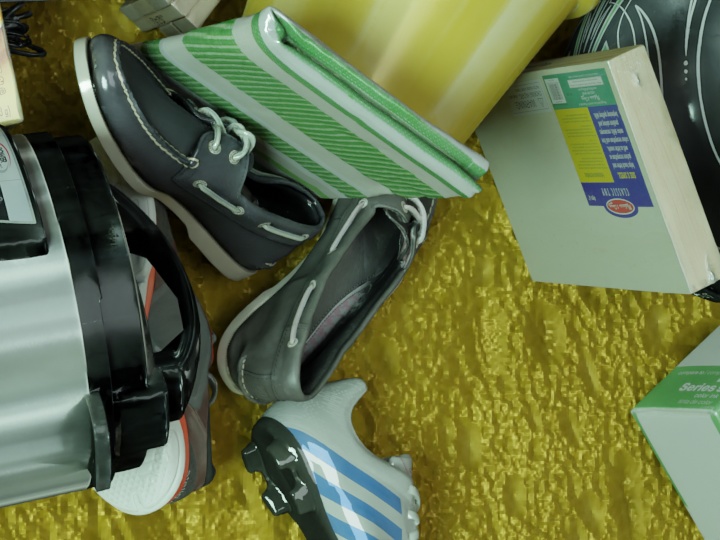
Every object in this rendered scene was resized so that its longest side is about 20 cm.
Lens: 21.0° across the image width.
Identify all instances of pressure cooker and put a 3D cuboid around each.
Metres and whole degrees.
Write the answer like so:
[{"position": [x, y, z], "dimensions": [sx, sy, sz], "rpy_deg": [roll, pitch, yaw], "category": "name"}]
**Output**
[{"position": [-0.177, 0.024, 0.912], "dimensions": [0.199, 0.179, 0.177], "rpy_deg": [-10, 85, -17], "category": "pressure cooker"}]

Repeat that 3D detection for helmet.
[{"position": [0.210, -0.102, 1.161], "dimensions": [0.200, 0.200, 0.191], "rpy_deg": [-47, 108, -24], "category": "helmet"}]

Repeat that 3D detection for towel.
[{"position": [-0.039, -0.081, 0.999], "dimensions": [0.152, 0.200, 0.023], "rpy_deg": [33, 76, -26], "category": "towel"}]

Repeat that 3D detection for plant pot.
[{"position": [0.026, -0.161, 1.054], "dimensions": [0.200, 0.201, 0.189], "rpy_deg": [33, 81, -25], "category": "plant pot"}]

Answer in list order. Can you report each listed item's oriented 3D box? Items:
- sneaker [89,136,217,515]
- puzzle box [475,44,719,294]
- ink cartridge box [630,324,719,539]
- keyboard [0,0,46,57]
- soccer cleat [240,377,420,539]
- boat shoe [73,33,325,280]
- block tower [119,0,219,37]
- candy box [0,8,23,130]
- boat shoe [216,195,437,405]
[{"position": [-0.117, 0.028, 1.036], "dimensions": [0.082, 0.077, 0.201], "rpy_deg": [5, 77, -61], "category": "sneaker"}, {"position": [0.126, -0.054, 1.098], "dimensions": [0.025, 0.200, 0.134], "rpy_deg": [-24, 100, -18], "category": "puzzle box"}, {"position": [0.293, 0.088, 1.256], "dimensions": [0.200, 0.087, 0.146], "rpy_deg": [-39, 106, -28], "category": "ink cartridge box"}, {"position": [-0.226, -0.157, 0.978], "dimensions": [0.199, 0.040, 0.105], "rpy_deg": [-3, 94, -12], "category": "keyboard"}, {"position": [0.010, 0.154, 1.091], "dimensions": [0.086, 0.070, 0.201], "rpy_deg": [-29, 102, -28], "category": "soccer cleat"}, {"position": [-0.080, -0.065, 1.004], "dimensions": [0.200, 0.062, 0.073], "rpy_deg": [51, 25, -52], "category": "boat shoe"}, {"position": [-0.155, -0.206, 1.023], "dimensions": [0.200, 0.054, 0.058], "rpy_deg": [43, 67, -21], "category": "block tower"}, {"position": [-0.269, -0.107, 0.919], "dimensions": [0.199, 0.055, 0.116], "rpy_deg": [-12, 93, -14], "category": "candy box"}, {"position": [0.000, 0.000, 1.089], "dimensions": [0.200, 0.057, 0.067], "rpy_deg": [-51, 133, -27], "category": "boat shoe"}]
